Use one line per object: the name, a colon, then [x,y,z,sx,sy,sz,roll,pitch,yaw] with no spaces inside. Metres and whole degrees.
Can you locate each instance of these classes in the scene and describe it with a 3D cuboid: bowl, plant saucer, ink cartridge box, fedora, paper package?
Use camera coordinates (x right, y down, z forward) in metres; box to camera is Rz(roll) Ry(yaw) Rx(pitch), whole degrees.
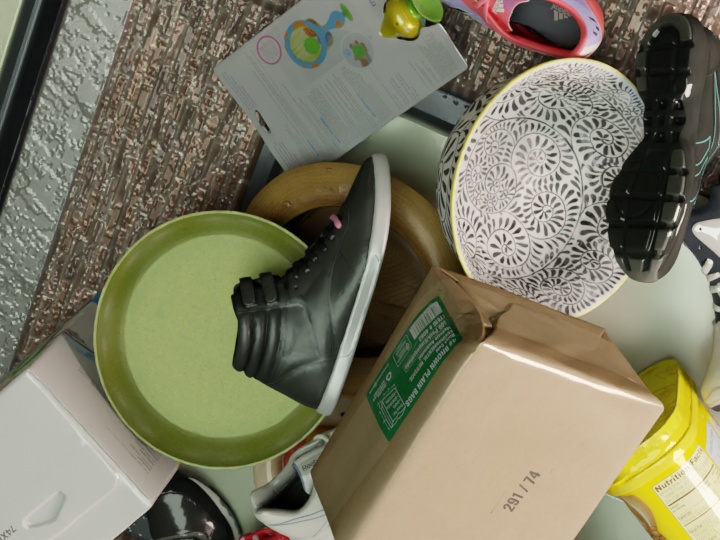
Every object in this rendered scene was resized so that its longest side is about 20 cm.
bowl: [0.126,-0.068,1.510,0.199,0.094,0.203,-9,108,-31]
plant saucer: [-0.107,0.053,1.547,0.198,0.031,0.202,0,96,2]
ink cartridge box: [-0.235,0.138,1.614,0.146,0.200,0.146,-39,97,20]
fedora: [0.000,0.000,1.583,0.199,0.082,0.203,6,108,19]
paper package: [0.089,0.125,1.457,0.189,0.104,0.201,19,114,-32]

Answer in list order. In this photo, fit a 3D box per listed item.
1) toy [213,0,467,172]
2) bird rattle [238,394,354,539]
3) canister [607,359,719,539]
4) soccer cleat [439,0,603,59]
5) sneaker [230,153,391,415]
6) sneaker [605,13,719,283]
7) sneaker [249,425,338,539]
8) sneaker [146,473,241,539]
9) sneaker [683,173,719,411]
toy: [-0.010,-0.163,1.538,0.199,0.047,0.116,-31,96,41]
bird rattle: [-0.024,0.184,1.660,0.199,0.112,0.164,-24,87,28]
canister: [0.272,0.186,1.554,0.086,0.149,0.200,-35,100,19]
soccer cleat: [0.091,-0.214,1.495,0.199,0.077,0.067,26,112,2]
sneaker: [-0.041,0.002,1.487,0.098,0.071,0.202,15,97,-7]
sneaker: [0.240,-0.086,1.473,0.075,0.079,0.202,6,81,48]
sneaker: [-0.001,0.148,1.540,0.200,0.087,0.075,-43,56,18]
sneaker: [-0.137,0.274,1.699,0.075,0.088,0.202,-15,104,16]
sneaker: [0.277,0.000,1.529,0.129,0.079,0.200,27,116,9]
